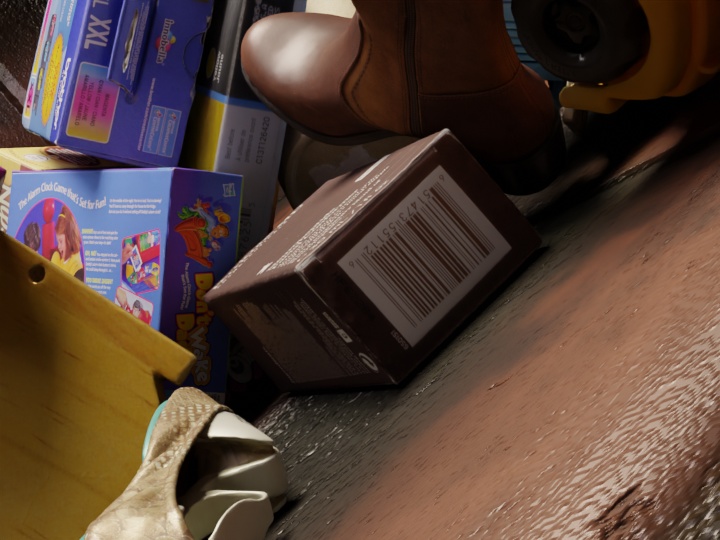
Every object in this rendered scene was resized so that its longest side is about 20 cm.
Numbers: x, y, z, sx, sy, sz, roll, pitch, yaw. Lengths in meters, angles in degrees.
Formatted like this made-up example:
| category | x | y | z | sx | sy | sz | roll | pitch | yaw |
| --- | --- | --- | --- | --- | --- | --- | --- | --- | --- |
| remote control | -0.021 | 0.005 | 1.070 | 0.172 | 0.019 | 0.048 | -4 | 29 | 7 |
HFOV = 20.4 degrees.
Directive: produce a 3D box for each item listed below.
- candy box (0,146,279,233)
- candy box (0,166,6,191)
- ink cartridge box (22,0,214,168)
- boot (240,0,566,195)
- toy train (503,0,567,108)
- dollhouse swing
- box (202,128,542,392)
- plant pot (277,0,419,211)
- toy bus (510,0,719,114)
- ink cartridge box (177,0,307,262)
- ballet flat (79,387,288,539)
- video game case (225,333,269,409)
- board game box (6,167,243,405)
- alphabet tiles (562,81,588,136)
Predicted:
| category | x | y | z | sx | sy | sz | roll | pitch | yaw |
| --- | --- | --- | --- | --- | --- | --- | --- | --- | --- |
| candy box | -0.149 | -0.021 | 1.307 | 0.200 | 0.117 | 0.056 | -6 | 21 | -44 |
| candy box | -0.266 | -0.019 | 1.012 | 0.061 | 0.136 | 0.200 | -60 | 3 | -31 |
| ink cartridge box | -0.138 | -0.133 | 1.164 | 0.200 | 0.076 | 0.137 | -158 | 80 | -71 |
| boot | -0.004 | -0.122 | 0.912 | 0.069 | 0.188 | 0.200 | -51 | -32 | -14 |
| toy train | 0.081 | -0.171 | 1.053 | 0.114 | 0.086 | 0.201 | 91 | -176 | -55 |
| dollhouse swing | -0.176 | 0.105 | 1.037 | 0.200 | 0.181 | 0.176 | -57 | -18 | -5 |
| box | 0.000 | 0.000 | 0.967 | 0.100 | 0.075 | 0.200 | -44 | 7 | -16 |
| plant pot | 0.012 | -0.103 | 1.196 | 0.187 | 0.187 | 0.200 | -37 | 25 | 27 |
| toy bus | 0.166 | -0.155 | 0.798 | 0.191 | 0.201 | 0.136 | 16 | 45 | 28 |
| ink cartridge box | -0.090 | -0.082 | 1.186 | 0.200 | 0.047 | 0.198 | -152 | 70 | -68 |
| ballet flat | -0.063 | 0.099 | 0.821 | 0.065 | 0.071 | 0.200 | -11 | 18 | 11 |
| video game case | -0.093 | 0.056 | 1.228 | 0.181 | 0.036 | 0.200 | -39 | 8 | 10 |
| board game box | -0.141 | 0.011 | 1.129 | 0.045 | 0.135 | 0.200 | 6 | -1 | -35 |
| alphabet tiles | 0.117 | -0.152 | 0.982 | 0.200 | 0.006 | 0.167 | -5 | -77 | -81 |
